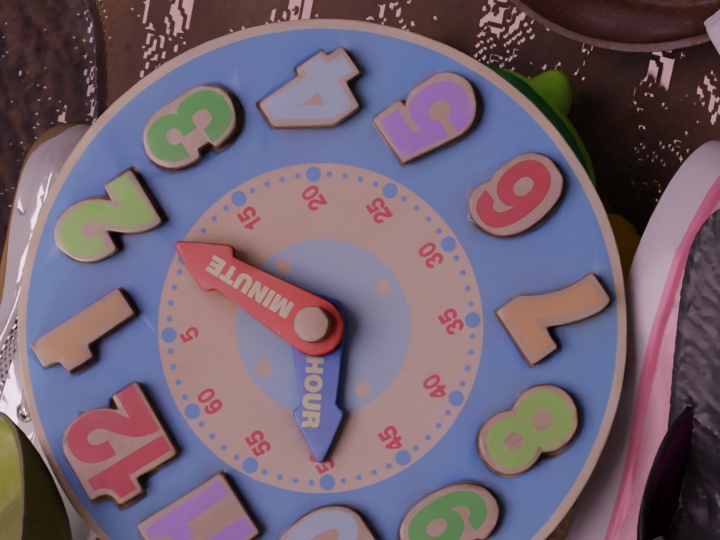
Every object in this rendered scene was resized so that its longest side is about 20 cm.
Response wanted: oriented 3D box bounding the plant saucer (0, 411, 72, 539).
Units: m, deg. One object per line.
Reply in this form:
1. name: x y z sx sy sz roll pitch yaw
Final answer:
1. plant saucer: -0.139 0.147 0.911 0.200 0.031 0.201 -52 27 40

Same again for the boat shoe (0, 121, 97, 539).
1. boat shoe: -0.111 0.044 1.087 0.069 0.071 0.201 13 96 38

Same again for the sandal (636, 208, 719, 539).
1. sandal: 0.111 0.079 0.841 0.075 0.048 0.202 7 100 36

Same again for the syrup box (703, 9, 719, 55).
1. syrup box: 0.198 -0.014 0.846 0.081 0.079 0.201 -37 68 31

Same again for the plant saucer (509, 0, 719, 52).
1. plant saucer: 0.111 -0.173 0.935 0.199 0.034 0.202 -4 83 39

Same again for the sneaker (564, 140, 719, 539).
1. sneaker: 0.130 0.064 0.906 0.104 0.075 0.201 17 95 24

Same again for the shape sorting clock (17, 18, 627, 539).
1. shape sorting clock: -0.013 0.018 0.884 0.199 0.039 0.201 0 89 6

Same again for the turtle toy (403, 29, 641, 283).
1. turtle toy: 0.000 0.000 0.955 0.200 0.101 0.146 -45 62 0
